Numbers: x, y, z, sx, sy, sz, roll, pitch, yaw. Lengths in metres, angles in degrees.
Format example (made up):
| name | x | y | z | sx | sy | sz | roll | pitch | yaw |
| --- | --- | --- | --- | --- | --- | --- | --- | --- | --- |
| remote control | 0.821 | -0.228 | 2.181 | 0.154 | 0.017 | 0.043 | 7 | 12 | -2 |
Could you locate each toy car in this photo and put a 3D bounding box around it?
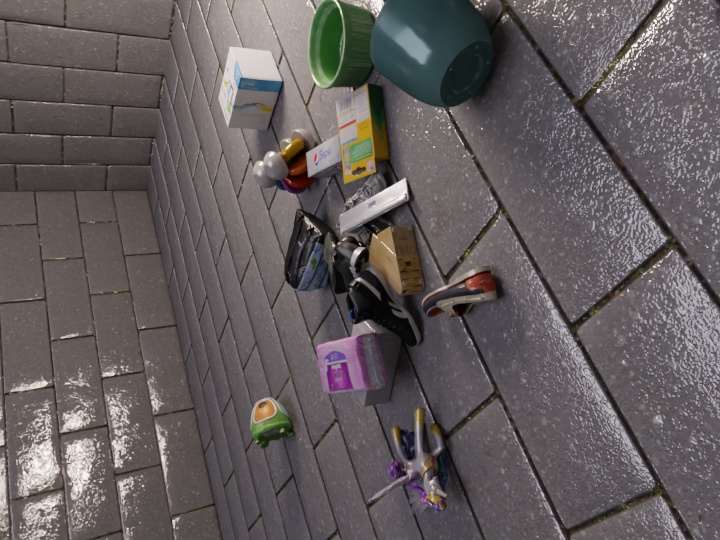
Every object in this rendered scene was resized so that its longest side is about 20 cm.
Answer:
| name | x | y | z | sx | sy | sz | roll | pitch | yaw |
| --- | --- | --- | --- | --- | --- | --- | --- | --- | --- |
| toy car | -0.200 | -0.295 | 1.727 | 0.151 | 0.175 | 0.198 | 50 | 152 | -14 |

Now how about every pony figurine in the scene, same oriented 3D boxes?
| name | x | y | z | sx | sy | sz | roll | pitch | yaw |
| --- | --- | --- | --- | --- | --- | --- | --- | --- | --- |
| pony figurine | 0.115 | 0.425 | 1.275 | 0.193 | 0.163 | 0.205 | -47 | 39 | 42 |

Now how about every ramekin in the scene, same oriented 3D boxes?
| name | x | y | z | sx | sy | sz | roll | pitch | yaw |
| --- | --- | --- | --- | --- | --- | --- | --- | --- | --- |
| ramekin | -0.044 | -0.540 | 1.445 | 0.198 | 0.095 | 0.207 | 14 | 106 | 59 |

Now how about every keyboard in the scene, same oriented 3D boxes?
| name | x | y | z | sx | sy | sz | roll | pitch | yaw |
| --- | --- | --- | --- | --- | --- | --- | --- | --- | --- |
| keyboard | 0.028 | -0.143 | 1.367 | 0.197 | 0.011 | 0.058 | -26 | 50 | 30 |

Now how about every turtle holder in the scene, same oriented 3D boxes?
| name | x | y | z | sx | sy | sz | roll | pitch | yaw |
| --- | --- | --- | --- | --- | --- | --- | --- | --- | --- |
| turtle holder | -0.293 | 0.505 | 2.013 | 0.139 | 0.184 | 0.135 | -32 | 63 | 21 |

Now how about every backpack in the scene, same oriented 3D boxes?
| name | x | y | z | sx | sy | sz | roll | pitch | yaw |
| --- | --- | --- | --- | --- | --- | --- | --- | --- | --- |
| backpack | -0.142 | -0.038 | 1.665 | 0.163 | 0.151 | 0.204 | 40 | 107 | 44 |

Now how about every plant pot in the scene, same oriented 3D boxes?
| name | x | y | z | sx | sy | sz | roll | pitch | yaw |
| --- | --- | --- | --- | --- | --- | --- | --- | --- | --- |
| plant pot | 0.140 | -0.389 | 1.063 | 0.162 | 0.197 | 0.203 | 50 | 136 | 27 |

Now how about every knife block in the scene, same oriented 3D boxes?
| name | x | y | z | sx | sy | sz | roll | pitch | yaw |
| --- | --- | --- | --- | --- | --- | --- | --- | --- | --- |
| knife block | 0.059 | -0.028 | 1.370 | 0.175 | 0.062 | 0.206 | -30 | 68 | 58 |

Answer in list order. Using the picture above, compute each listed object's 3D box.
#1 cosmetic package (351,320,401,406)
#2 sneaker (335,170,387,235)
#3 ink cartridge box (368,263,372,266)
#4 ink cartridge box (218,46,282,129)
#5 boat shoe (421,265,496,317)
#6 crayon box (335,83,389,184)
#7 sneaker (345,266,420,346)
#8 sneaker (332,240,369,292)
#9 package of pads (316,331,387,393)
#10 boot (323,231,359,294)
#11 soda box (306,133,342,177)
| name | x | y | z | sx | sy | sz | roll | pitch | yaw |
| --- | --- | --- | --- | --- | --- | --- | --- | --- | --- |
| cosmetic package | 0.029 | 0.208 | 1.441 | 0.113 | 0.079 | 0.206 | 43 | 131 | 50 |
| sneaker | 0.003 | -0.153 | 1.430 | 0.076 | 0.080 | 0.202 | 64 | 144 | 31 |
| ink cartridge box | 0.000 | 0.000 | 1.505 | 0.199 | 0.036 | 0.098 | 38 | 125 | 55 |
| ink cartridge box | -0.360 | -0.585 | 1.946 | 0.202 | 0.142 | 0.149 | -59 | 45 | 45 |
| boat shoe | 0.187 | 0.057 | 1.156 | 0.199 | 0.070 | 0.064 | -37 | 66 | 51 |
| crayon box | 0.005 | -0.318 | 1.420 | 0.124 | 0.051 | 0.207 | -9 | 85 | 51 |
| sneaker | 0.038 | 0.105 | 1.312 | 0.202 | 0.111 | 0.073 | 54 | 154 | -1 |
| sneaker | -0.023 | -0.004 | 1.386 | 0.089 | 0.067 | 0.202 | 32 | 154 | 20 |
| package of pads | -0.022 | 0.216 | 1.376 | 0.198 | 0.074 | 0.124 | -22 | 76 | 55 |
| boot | -0.060 | -0.046 | 1.485 | 0.202 | 0.066 | 0.133 | 104 | 148 | -52 |
| soda box | -0.073 | -0.296 | 1.563 | 0.198 | 0.062 | 0.071 | -10 | 85 | 60 |
